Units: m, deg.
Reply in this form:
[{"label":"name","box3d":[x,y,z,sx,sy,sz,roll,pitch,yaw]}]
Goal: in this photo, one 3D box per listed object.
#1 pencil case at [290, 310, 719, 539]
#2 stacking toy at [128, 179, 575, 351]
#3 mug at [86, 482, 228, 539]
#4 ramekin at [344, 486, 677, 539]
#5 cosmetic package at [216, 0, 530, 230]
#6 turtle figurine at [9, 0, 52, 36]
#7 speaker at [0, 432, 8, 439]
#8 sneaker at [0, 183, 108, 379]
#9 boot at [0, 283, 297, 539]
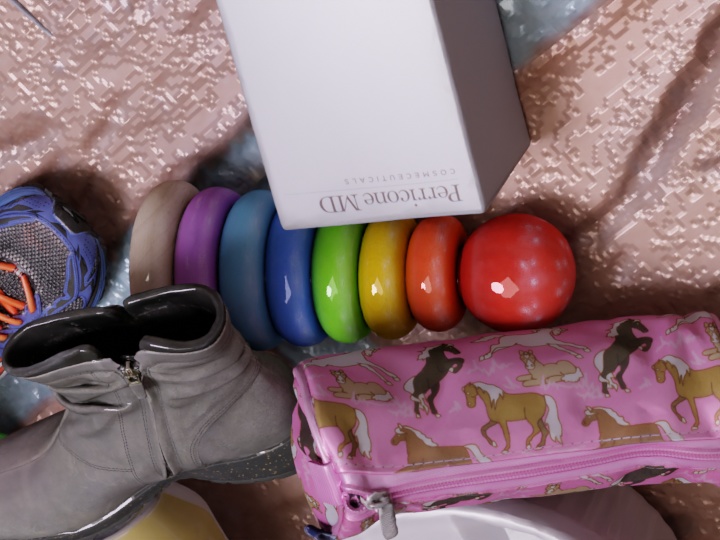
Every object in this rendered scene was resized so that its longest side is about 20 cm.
[{"label":"pencil case","box3d":[0.070,0.067,1.034,0.200,0.087,0.083,-8,162,-9]},{"label":"stacking toy","box3d":[0.000,0.000,1.087,0.200,0.085,0.085,0,118,14]},{"label":"mug","box3d":[-0.096,0.183,1.172,0.186,0.149,0.153,-4,116,36]},{"label":"ramekin","box3d":[0.071,0.172,1.136,0.202,0.094,0.203,10,121,18]},{"label":"cosmetic package","box3d":[-0.004,-0.124,1.015,0.101,0.071,0.200,-5,116,24]},{"label":"turtle figurine","box3d":[-0.193,-0.196,1.042,0.200,0.101,0.150,47,124,-1]},{"label":"speaker","box3d":[-0.257,0.151,1.265,0.200,0.088,0.089,-24,106,31]},{"label":"sneaker","box3d":[-0.195,0.034,1.177,0.075,0.078,0.200,42,125,-5]},{"label":"boot","box3d":[-0.124,0.059,1.077,0.200,0.068,0.131,-18,145,22]}]
